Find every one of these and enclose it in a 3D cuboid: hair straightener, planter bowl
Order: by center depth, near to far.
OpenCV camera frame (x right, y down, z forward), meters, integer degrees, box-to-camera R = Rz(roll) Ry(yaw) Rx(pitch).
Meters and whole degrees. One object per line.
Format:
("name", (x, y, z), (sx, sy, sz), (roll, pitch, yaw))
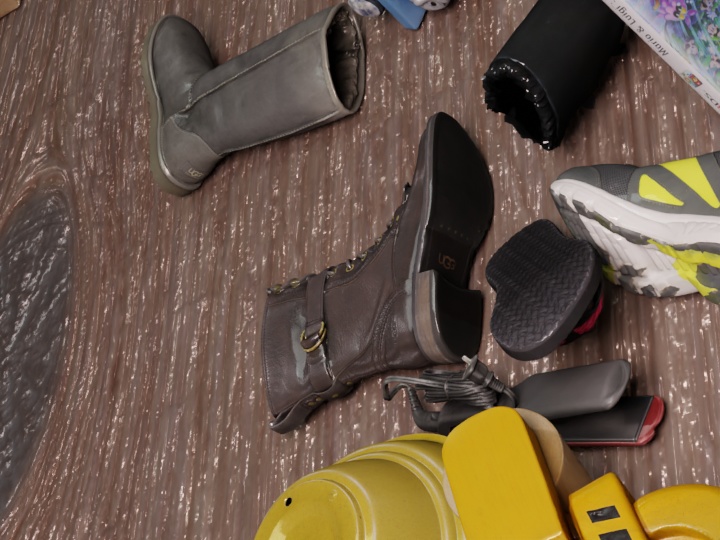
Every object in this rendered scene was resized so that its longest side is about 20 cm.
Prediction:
("hair straightener", (0.082, 0.068, 1.000), (0.199, 0.077, 0.041), (-1, 49, 49))
("planter bowl", (-0.008, 0.180, 1.000), (0.199, 0.083, 0.203), (-24, 52, 35))

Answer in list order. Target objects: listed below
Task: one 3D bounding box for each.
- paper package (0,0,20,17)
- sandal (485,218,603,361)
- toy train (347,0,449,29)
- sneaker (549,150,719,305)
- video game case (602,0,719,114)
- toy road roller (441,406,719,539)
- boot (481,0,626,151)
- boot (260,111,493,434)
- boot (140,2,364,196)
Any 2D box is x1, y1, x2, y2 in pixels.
("paper package", (-0.456, -0.345, 1.843), (0.199, 0.103, 0.193), (-22, 49, 36))
("sandal", (0.114, 0.015, 0.995), (0.075, 0.045, 0.200), (-37, 10, 8))
("toy train", (0.058, -0.279, 1.267), (0.113, 0.087, 0.202), (13, 73, 44))
("sneaker", (0.193, -0.031, 0.970), (0.085, 0.075, 0.199), (-45, 35, -17))
("video game case", (0.218, -0.201, 0.943), (0.200, 0.182, 0.024), (-50, 7, -15))
("toy road roller", (0.139, 0.149, 0.853), (0.145, 0.123, 0.201), (-30, 46, 9))
("boot", (0.138, -0.173, 1.031), (0.073, 0.198, 0.163), (37, 80, 18))
("boot", (0.000, 0.000, 1.140), (0.173, 0.069, 0.202), (-18, 54, 38))
("boot", (-0.088, -0.166, 1.350), (0.199, 0.072, 0.184), (-31, 58, 38))
